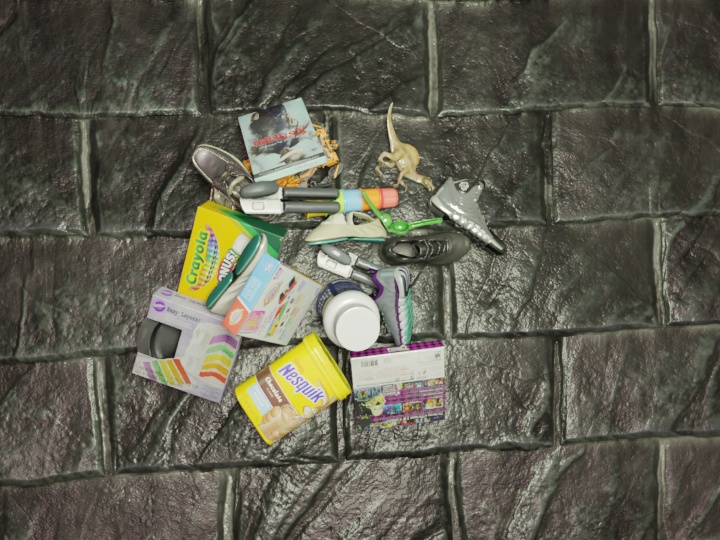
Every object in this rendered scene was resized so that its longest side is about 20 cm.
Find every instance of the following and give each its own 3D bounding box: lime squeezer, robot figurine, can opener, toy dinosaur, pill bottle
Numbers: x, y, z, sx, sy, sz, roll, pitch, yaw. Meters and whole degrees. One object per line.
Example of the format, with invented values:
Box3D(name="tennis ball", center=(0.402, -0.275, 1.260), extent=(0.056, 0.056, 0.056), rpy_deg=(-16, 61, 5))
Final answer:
Box3D(name="lime squeezer", center=(0.074, -0.108, 1.071), extent=(0.198, 0.071, 0.038), rpy_deg=(17, 55, -25))
Box3D(name="robot figurine", center=(-0.133, -0.223, 1.061), extent=(0.198, 0.058, 0.146), rpy_deg=(-28, 96, -4))
Box3D(name="can opener", center=(-0.129, -0.137, 0.965), extent=(0.197, 0.067, 0.054), rpy_deg=(-2, 83, -19))
Box3D(name="toy dinosaur", center=(0.079, -0.243, 1.092), extent=(0.101, 0.058, 0.201), rpy_deg=(-36, 101, -18))
Box3D(name="can opener", center=(0.000, 0.000, 1.078), extent=(0.198, 0.066, 0.053), rpy_deg=(23, 90, -10))
Box3D(name="pill bottle", center=(-0.024, 0.086, 0.999), extent=(0.110, 0.200, 0.113), rpy_deg=(-2, 100, -12))

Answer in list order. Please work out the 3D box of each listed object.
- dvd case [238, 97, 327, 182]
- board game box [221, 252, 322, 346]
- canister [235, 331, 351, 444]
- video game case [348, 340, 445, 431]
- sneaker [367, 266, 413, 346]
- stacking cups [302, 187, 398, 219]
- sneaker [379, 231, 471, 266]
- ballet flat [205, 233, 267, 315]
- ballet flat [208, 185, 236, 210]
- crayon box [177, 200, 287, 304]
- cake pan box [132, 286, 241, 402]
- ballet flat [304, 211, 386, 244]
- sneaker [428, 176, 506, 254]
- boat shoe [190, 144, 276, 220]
Box3D(name="dvd case", center=(-0.160, -0.263, 1.019), extent=(0.144, 0.022, 0.201), rpy_deg=(-18, 55, -4))
Box3D(name="board game box", center=(-0.164, 0.063, 0.996), extent=(0.040, 0.200, 0.154), rpy_deg=(30, 87, 23))
Box3D(name="canister", center=(-0.140, 0.245, 1.057), extent=(0.199, 0.087, 0.149), rpy_deg=(-34, 93, -2))
Box3D(name="video game case", center=(0.080, 0.244, 1.073), extent=(0.197, 0.036, 0.183), rpy_deg=(-7, 111, -5))
Box3D(name="sneaker", center=(0.063, 0.081, 1.073), extent=(0.086, 0.075, 0.202), rpy_deg=(3, 115, 17))
Box3D(name="stacking cups", center=(-0.019, -0.147, 1.062), extent=(0.197, 0.060, 0.061), rpy_deg=(-8, 92, -12))
Box3D(name="sneaker", center=(0.142, -0.043, 1.074), extent=(0.197, 0.091, 0.077), rpy_deg=(-8, 91, -6))
Box3D(name="ballet flat", center=(-0.219, 0.013, 0.972), extent=(0.069, 0.070, 0.200), rpy_deg=(40, 112, -4))
Box3D(name="ballet flat", center=(-0.290, -0.133, 1.047), extent=(0.075, 0.064, 0.203), rpy_deg=(6, 91, 1))
Box3D(name="crayon box", center=(-0.258, -0.014, 1.022), extent=(0.171, 0.058, 0.202), rpy_deg=(19, 111, -6))
Box3D(name="cake pan box", center=(-0.347, 0.151, 1.030), extent=(0.198, 0.052, 0.186), rpy_deg=(22, 105, -5))
Box3D(name="ballet flat", center=(-0.030, -0.087, 1.039), extent=(0.198, 0.069, 0.070), rpy_deg=(-4, 92, -40))
Box3D(name="sneaker", center=(0.253, -0.130, 1.092), extent=(0.199, 0.075, 0.116), rpy_deg=(36, 86, -4))
Box3D(name="boat shoe", center=(-0.242, -0.170, 0.988), extent=(0.200, 0.065, 0.072), rpy_deg=(42, 92, -13))
